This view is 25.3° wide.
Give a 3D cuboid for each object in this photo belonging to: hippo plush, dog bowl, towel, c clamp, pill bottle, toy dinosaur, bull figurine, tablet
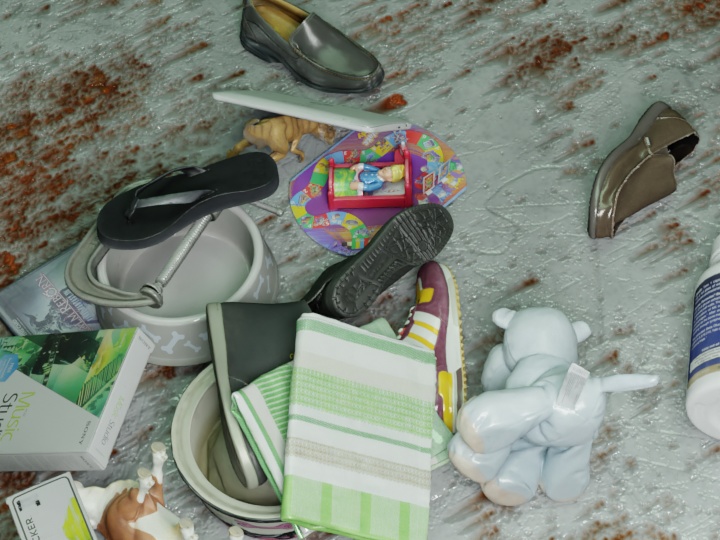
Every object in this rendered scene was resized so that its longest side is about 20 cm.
[{"bbox_3d":[0.154,0.106,1.515,0.158,0.201,0.162,7,41,-18],"label":"hippo plush"},{"bbox_3d":[-0.080,0.170,1.547,0.198,0.074,0.202,-3,52,4],"label":"dog bowl"},{"bbox_3d":[-0.002,0.148,1.457,0.148,0.031,0.202,17,59,-21],"label":"towel"},{"bbox_3d":[-0.202,-0.030,1.644,0.170,0.027,0.201,24,57,21],"label":"c clamp"},{"bbox_3d":[0.379,0.058,1.571,0.110,0.112,0.202,6,53,9],"label":"pill bottle"},{"bbox_3d":[-0.103,-0.148,1.756,0.061,0.106,0.199,48,26,16],"label":"toy dinosaur"},{"bbox_3d":[-0.192,0.241,1.486,0.200,0.122,0.065,39,36,21],"label":"bull figurine"},{"bbox_3d":[-0.053,-0.180,1.790,0.198,0.014,0.130,14,12,21],"label":"tablet"},{"bbox_3d":[-0.185,0.001,1.672,0.198,0.059,0.202,-2,53,2],"label":"dog bowl"},{"bbox_3d":[-0.014,0.142,1.479,0.199,0.023,0.154,-24,79,-37],"label":"towel"}]

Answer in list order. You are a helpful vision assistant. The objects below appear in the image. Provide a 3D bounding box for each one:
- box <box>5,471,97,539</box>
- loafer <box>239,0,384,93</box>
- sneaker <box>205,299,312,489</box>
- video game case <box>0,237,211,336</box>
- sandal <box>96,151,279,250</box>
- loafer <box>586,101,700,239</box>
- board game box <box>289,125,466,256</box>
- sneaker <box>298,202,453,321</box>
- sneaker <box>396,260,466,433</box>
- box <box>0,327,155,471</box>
[{"bbox_3d":[-0.243,0.280,1.394,0.060,0.201,0.117,-22,53,-12],"label":"box"},{"bbox_3d":[-0.061,-0.268,1.882,0.198,0.073,0.073,24,57,20],"label":"loafer"},{"bbox_3d":[-0.082,0.106,1.503,0.105,0.075,0.202,-8,55,-8],"label":"sneaker"},{"bbox_3d":[-0.278,0.025,1.709,0.199,0.019,0.143,-34,57,-21],"label":"video game case"},{"bbox_3d":[-0.182,-0.082,1.645,0.198,0.043,0.076,-23,49,-12],"label":"sandal"},{"bbox_3d":[0.307,-0.106,1.726,0.070,0.073,0.200,24,58,23],"label":"loafer"},{"bbox_3d":[0.016,-0.105,1.770,0.200,0.039,0.158,-39,59,-24],"label":"board game box"},{"bbox_3d":[0.002,0.002,1.654,0.199,0.104,0.060,-41,99,-22],"label":"sneaker"},{"bbox_3d":[0.056,0.073,1.609,0.089,0.075,0.202,-2,51,-4],"label":"sneaker"},{"bbox_3d":[-0.309,0.127,1.573,0.198,0.036,0.145,-5,50,30],"label":"box"}]
